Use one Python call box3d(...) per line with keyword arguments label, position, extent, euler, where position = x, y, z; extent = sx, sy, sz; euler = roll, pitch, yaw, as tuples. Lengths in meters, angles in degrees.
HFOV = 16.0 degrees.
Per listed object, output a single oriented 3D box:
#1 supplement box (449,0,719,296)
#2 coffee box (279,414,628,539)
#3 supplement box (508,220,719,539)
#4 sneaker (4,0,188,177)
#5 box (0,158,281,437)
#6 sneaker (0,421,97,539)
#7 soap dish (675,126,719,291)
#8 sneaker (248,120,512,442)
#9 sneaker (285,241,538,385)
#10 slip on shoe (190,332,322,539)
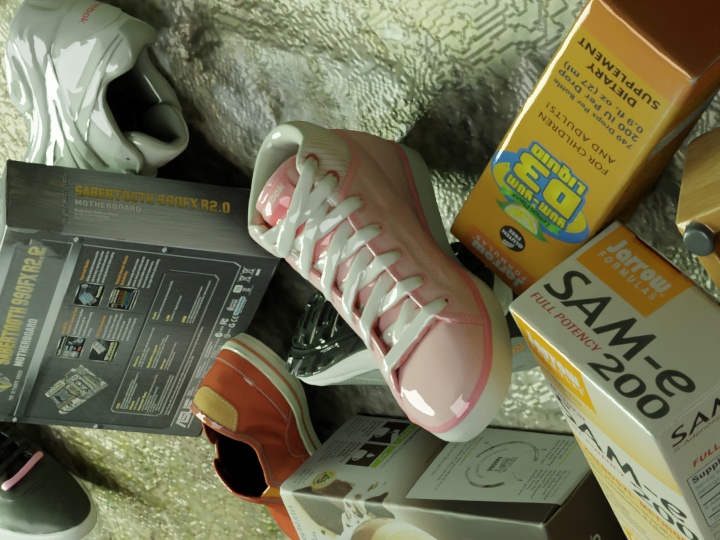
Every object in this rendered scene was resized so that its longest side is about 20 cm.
box3d(label="supplement box", position=(0.114, -0.066, 1.215), extent=(0.066, 0.069, 0.200), euler=(42, 145, 10))
box3d(label="coffee box", position=(0.065, 0.155, 1.447), extent=(0.199, 0.080, 0.114), euler=(2, 124, 43))
box3d(label="supplement box", position=(0.161, 0.089, 1.231), extent=(0.126, 0.073, 0.200), euler=(43, 167, 49))
box3d(label="sneaker", position=(-0.143, -0.065, 1.454), extent=(0.099, 0.078, 0.201), euler=(19, 136, 25))
box3d(label="box", position=(-0.146, 0.021, 1.481), extent=(0.157, 0.049, 0.200), euler=(6, 143, -15))
box3d(label="sneaker", position=(-0.261, 0.108, 1.721), extent=(0.199, 0.071, 0.100), euler=(31, 145, 26))
box3d(label="soap dish", position=(0.245, 0.009, 1.146), extent=(0.157, 0.081, 0.201), euler=(-23, 105, 51))
box3d(label="sneaker", position=(0.000, 0.000, 1.273), extent=(0.075, 0.104, 0.201), euler=(-51, 40, 28))
box3d(label="sneaker", position=(0.028, 0.037, 1.387), extent=(0.079, 0.074, 0.200), euler=(31, 159, -29))
box3d(label="slip on shoe", position=(-0.058, 0.112, 1.518), extent=(0.074, 0.061, 0.200), euler=(33, 160, 27))
